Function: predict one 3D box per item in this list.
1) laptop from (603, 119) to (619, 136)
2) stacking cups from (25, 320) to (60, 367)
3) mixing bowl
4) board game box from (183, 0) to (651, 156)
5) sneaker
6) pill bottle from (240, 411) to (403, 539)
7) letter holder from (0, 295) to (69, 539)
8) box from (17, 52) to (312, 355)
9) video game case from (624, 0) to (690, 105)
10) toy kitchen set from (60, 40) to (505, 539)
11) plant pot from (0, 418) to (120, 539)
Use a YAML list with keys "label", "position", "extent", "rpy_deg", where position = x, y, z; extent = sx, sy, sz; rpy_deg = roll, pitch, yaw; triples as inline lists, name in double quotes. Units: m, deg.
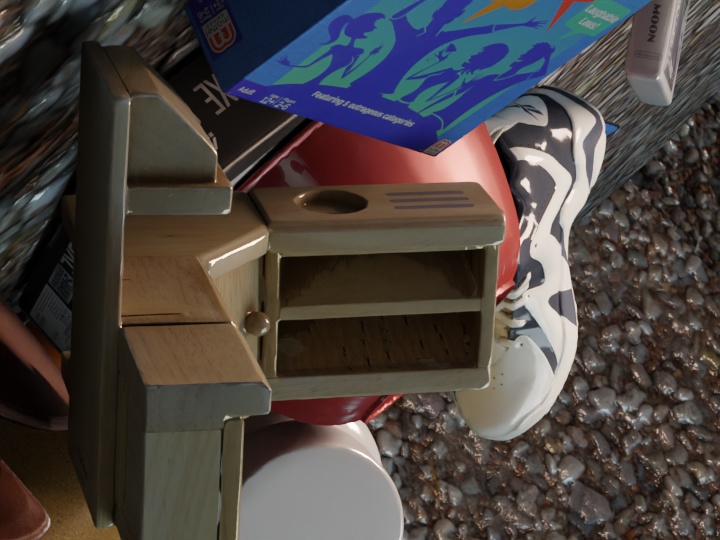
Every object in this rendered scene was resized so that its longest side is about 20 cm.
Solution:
- label: "laptop"
  position: [0.053, -0.022, 1.694]
  extent: [0.187, 0.116, 0.200]
  rpy_deg: [-33, -151, 31]
- label: "stacking cups"
  position: [-0.127, 0.025, 1.349]
  extent: [0.200, 0.061, 0.061]
  rpy_deg: [-36, 172, -26]
- label: "mixing bowl"
  position: [0.000, 0.000, 1.235]
  extent: [0.200, 0.108, 0.200]
  rpy_deg: [-41, 174, -5]
- label: "board game box"
  position: [0.056, -0.124, 1.003]
  extent: [0.200, 0.045, 0.152]
  rpy_deg: [-36, 155, 25]
- label: "sneaker"
  position: [0.065, 0.002, 1.431]
  extent: [0.130, 0.079, 0.199]
  rpy_deg: [-13, 124, -57]
- label: "pill bottle"
  position: [-0.056, 0.097, 1.341]
  extent: [0.114, 0.114, 0.200]
  rpy_deg: [-41, -154, -5]
- label: "letter holder"
  position: [-0.162, 0.079, 1.049]
  extent: [0.101, 0.142, 0.200]
  rpy_deg: [-42, 174, 1]
- label: "box"
  position: [-0.066, -0.048, 1.215]
  extent: [0.158, 0.050, 0.200]
  rpy_deg: [-39, 174, -30]
- label: "video game case"
  position: [0.172, -0.184, 1.431]
  extent: [0.200, 0.023, 0.182]
  rpy_deg: [1, 99, -82]
- label: "toy kitchen set"
  position: [-0.015, -0.002, 0.997]
  extent: [0.180, 0.163, 0.200]
  rpy_deg: [-2, -159, -14]
- label: "plant pot"
  position: [-0.188, 0.150, 1.224]
  extent: [0.200, 0.186, 0.186]
  rpy_deg: [-42, 175, -22]
